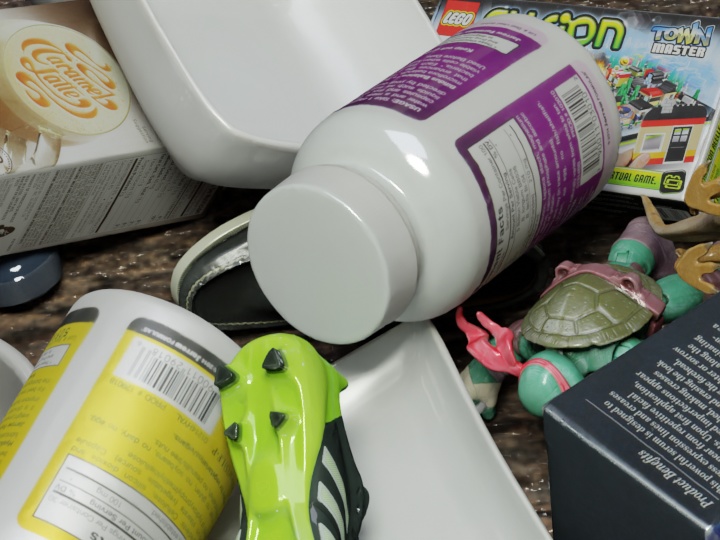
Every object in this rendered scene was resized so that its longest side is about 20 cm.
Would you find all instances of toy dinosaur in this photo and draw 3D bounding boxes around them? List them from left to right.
[{"bbox_3d":[0.185,-0.025,1.263,0.106,0.061,0.200,-16,-2,-45],"label":"toy dinosaur"}]

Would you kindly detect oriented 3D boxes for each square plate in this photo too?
[{"bbox_3d":[-0.017,0.135,1.235,0.198,0.028,0.200,-31,43,2],"label":"square plate"}]

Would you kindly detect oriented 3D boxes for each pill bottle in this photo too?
[{"bbox_3d":[-0.130,0.117,1.214,0.111,0.111,0.200,16,60,24],"label":"pill bottle"},{"bbox_3d":[0.035,-0.043,1.297,0.112,0.113,0.200,22,36,28],"label":"pill bottle"}]

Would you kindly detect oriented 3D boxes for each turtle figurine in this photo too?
[{"bbox_3d":[0.126,0.041,1.314,0.149,0.101,0.200,21,42,28],"label":"turtle figurine"}]

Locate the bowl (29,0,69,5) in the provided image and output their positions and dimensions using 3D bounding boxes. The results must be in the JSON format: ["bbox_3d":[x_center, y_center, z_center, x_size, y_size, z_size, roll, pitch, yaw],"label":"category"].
[{"bbox_3d":[-0.120,-0.176,1.562,0.200,0.201,0.091,-2,86,0],"label":"bowl"}]

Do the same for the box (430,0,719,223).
[{"bbox_3d":[0.115,-0.090,1.442,0.199,0.035,0.110,9,71,35],"label":"box"}]

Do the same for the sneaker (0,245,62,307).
[{"bbox_3d":[-0.232,-0.057,1.477,0.070,0.082,0.200,-26,45,-21],"label":"sneaker"}]

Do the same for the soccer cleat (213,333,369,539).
[{"bbox_3d":[-0.026,0.127,1.182,0.067,0.081,0.201,-12,68,30],"label":"soccer cleat"}]

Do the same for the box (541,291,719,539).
[{"bbox_3d":[0.192,0.092,1.201,0.200,0.149,0.107,-31,46,-25],"label":"box"}]

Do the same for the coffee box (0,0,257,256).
[{"bbox_3d":[-0.174,-0.079,1.426,0.200,0.080,0.115,-13,60,-39],"label":"coffee box"}]

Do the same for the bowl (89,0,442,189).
[{"bbox_3d":[-0.053,-0.118,1.424,0.199,0.075,0.200,-3,51,-41],"label":"bowl"}]

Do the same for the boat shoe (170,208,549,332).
[{"bbox_3d":[0.000,0.000,1.390,0.199,0.072,0.068,-9,40,-7],"label":"boat shoe"}]

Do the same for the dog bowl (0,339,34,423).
[{"bbox_3d":[-0.236,0.102,1.314,0.199,0.059,0.200,-3,40,3],"label":"dog bowl"}]
